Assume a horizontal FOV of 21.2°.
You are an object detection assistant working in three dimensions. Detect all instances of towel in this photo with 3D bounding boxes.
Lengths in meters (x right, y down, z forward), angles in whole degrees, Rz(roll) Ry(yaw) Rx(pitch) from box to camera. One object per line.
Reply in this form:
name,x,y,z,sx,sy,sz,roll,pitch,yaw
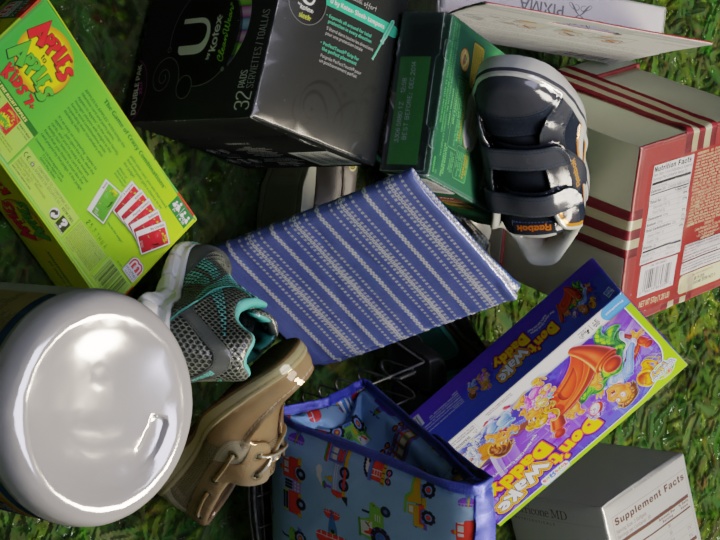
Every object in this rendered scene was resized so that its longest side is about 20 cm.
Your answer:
towel,0.000,0.000,1.423,0.145,0.200,0.024,46,40,-31

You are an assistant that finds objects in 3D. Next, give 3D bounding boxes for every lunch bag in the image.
lunch bag,0.029,0.188,1.369,0.094,0.200,0.151,-17,118,-35

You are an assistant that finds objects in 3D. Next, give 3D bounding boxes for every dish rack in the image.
dish rack,-0.012,0.146,1.494,0.200,0.055,0.154,-21,118,-35

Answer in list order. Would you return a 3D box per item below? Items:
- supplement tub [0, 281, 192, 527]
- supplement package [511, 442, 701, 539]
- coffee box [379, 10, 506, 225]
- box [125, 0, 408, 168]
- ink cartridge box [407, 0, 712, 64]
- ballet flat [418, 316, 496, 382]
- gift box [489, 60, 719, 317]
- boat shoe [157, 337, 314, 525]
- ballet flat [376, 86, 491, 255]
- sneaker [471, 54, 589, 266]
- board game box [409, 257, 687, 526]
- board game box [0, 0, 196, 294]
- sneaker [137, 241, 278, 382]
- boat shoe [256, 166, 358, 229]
supplement tub,-0.217,0.080,1.222,0.145,0.200,0.145,-2,93,-41
supplement package,0.223,0.264,1.683,0.117,0.117,0.200,-27,109,-38
coffee box,0.078,-0.108,1.440,0.200,0.044,0.123,19,78,-64
box,-0.060,-0.185,1.385,0.124,0.148,0.200,19,79,-42
ink cartridge box,0.152,-0.204,1.521,0.200,0.174,0.044,7,87,-20
ballet flat,0.084,0.065,1.586,0.068,0.068,0.200,-54,125,-42
gift box,0.194,-0.059,1.603,0.184,0.187,0.200,-13,120,-43
boat shoe,-0.079,0.115,1.351,0.065,0.200,0.071,45,47,0
ballet flat,0.064,-0.067,1.540,0.072,0.072,0.200,-50,115,-29
sneaker,0.128,-0.075,1.407,0.200,0.078,0.079,59,39,-55
board game box,0.143,0.097,1.499,0.200,0.045,0.134,-42,138,7
board game box,-0.208,-0.078,1.326,0.102,0.048,0.200,-50,123,-29
sneaker,-0.101,0.036,1.338,0.200,0.091,0.078,-75,171,-70
boat shoe,-0.028,-0.106,1.473,0.061,0.072,0.201,10,93,-40
